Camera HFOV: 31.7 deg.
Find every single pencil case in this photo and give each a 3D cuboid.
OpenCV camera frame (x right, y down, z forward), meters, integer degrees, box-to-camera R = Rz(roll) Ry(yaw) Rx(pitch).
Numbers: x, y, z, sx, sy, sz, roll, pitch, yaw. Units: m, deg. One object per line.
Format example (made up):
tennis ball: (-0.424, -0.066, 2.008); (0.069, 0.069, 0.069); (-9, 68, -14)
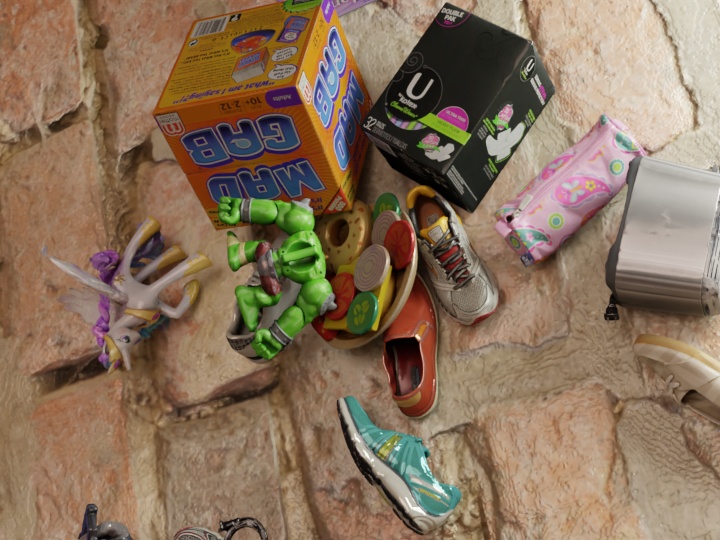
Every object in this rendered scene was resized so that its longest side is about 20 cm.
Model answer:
pencil case: (0.251, -0.097, 1.533); (0.200, 0.087, 0.088); (-41, 59, 3)

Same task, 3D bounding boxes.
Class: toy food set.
toy food set: (0.000, 0.000, 1.585); (0.197, 0.048, 0.202); (-2, 69, 51)

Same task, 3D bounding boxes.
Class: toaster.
toaster: (0.357, -0.029, 1.441); (0.128, 0.114, 0.202); (9, 71, 24)

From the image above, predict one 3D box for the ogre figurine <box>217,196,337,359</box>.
ogre figurine: (-0.100, -0.003, 1.568); (0.118, 0.098, 0.202); (-16, 64, 9)

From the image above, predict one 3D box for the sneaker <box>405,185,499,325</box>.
sneaker: (0.104, -0.019, 1.567); (0.077, 0.082, 0.201); (-32, 61, 8)

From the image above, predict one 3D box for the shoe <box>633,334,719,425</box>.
shoe: (0.381, 0.132, 1.387); (0.199, 0.070, 0.054); (30, 75, 28)

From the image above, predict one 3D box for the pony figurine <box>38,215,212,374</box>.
pony figurine: (-0.323, 0.026, 1.716); (0.192, 0.167, 0.200); (34, 70, 23)

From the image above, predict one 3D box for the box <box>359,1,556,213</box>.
box: (0.126, -0.207, 1.610); (0.148, 0.124, 0.201); (32, 84, 31)

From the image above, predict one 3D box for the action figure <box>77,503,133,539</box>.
action figure: (-0.301, 0.398, 1.582); (0.193, 0.104, 0.202); (39, 122, 44)

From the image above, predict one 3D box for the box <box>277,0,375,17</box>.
box: (-0.044, -0.474, 1.812); (0.174, 0.097, 0.202); (-21, 63, 15)

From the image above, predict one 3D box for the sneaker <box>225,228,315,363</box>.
sneaker: (-0.113, 0.019, 1.651); (0.076, 0.080, 0.202); (13, 74, 29)

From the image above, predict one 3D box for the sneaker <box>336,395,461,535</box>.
sneaker: (0.041, 0.225, 1.514); (0.079, 0.078, 0.200); (-34, 62, -15)

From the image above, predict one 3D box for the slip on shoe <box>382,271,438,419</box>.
slip on shoe: (0.057, 0.081, 1.560); (0.073, 0.061, 0.202); (-14, 63, 20)

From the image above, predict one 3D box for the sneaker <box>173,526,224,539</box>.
sneaker: (-0.172, 0.392, 1.527); (0.080, 0.075, 0.201); (-39, 58, 4)

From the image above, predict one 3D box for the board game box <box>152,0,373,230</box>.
board game box: (-0.117, -0.203, 1.638); (0.198, 0.201, 0.201); (-7, 42, 21)

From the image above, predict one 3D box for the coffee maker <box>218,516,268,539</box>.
coffee maker: (-0.067, 0.385, 1.409); (0.133, 0.200, 0.195); (-7, 69, 19)
